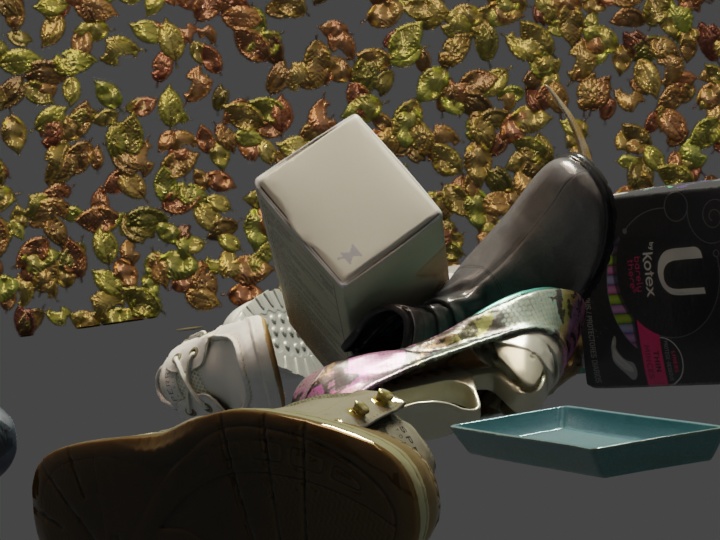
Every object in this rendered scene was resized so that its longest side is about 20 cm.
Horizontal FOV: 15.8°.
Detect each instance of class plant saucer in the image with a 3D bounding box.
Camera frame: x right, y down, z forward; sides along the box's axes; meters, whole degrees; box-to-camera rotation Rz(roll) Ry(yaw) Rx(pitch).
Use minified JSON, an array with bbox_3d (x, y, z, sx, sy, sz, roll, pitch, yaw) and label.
[{"bbox_3d":[0.110,0.085,1.289,0.070,0.019,0.200,-8,1,-17],"label":"plant saucer"}]

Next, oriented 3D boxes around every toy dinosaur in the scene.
[{"bbox_3d":[0.150,-0.012,1.656,0.058,0.200,0.101,-1,-15,20],"label":"toy dinosaur"}]

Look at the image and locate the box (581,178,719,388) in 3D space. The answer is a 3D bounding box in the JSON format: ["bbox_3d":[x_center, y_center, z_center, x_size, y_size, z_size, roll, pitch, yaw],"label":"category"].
[{"bbox_3d":[0.237,0.004,1.564,0.106,0.122,0.200,-10,3,-44],"label":"box"}]

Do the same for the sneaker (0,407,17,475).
[{"bbox_3d":[-0.246,0.094,1.560,0.086,0.078,0.200,-5,1,-33],"label":"sneaker"}]

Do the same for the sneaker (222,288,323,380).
[{"bbox_3d":[-0.072,0.060,2.085,0.080,0.076,0.200,-19,-6,20],"label":"sneaker"}]

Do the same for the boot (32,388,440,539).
[{"bbox_3d":[-0.015,0.086,1.060,0.200,0.072,0.155,-6,0,41],"label":"boot"}]

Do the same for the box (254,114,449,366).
[{"bbox_3d":[0.000,0.000,1.598,0.078,0.095,0.200,-35,-22,-12],"label":"box"}]

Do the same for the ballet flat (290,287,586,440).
[{"bbox_3d":[0.058,0.066,1.476,0.200,0.069,0.071,-17,31,-25],"label":"ballet flat"}]

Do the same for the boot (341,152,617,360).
[{"bbox_3d":[0.063,0.020,1.536,0.132,0.200,0.070,-9,45,-48],"label":"boot"}]

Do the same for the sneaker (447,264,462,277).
[{"bbox_3d":[0.085,0.015,1.709,0.082,0.075,0.200,-35,5,-9],"label":"sneaker"}]

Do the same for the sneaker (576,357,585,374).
[{"bbox_3d":[0.169,0.023,1.751,0.200,0.088,0.074,-6,3,38],"label":"sneaker"}]

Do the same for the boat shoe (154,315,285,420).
[{"bbox_3d":[-0.097,0.074,1.701,0.069,0.071,0.200,-9,-6,-14],"label":"boat shoe"}]
